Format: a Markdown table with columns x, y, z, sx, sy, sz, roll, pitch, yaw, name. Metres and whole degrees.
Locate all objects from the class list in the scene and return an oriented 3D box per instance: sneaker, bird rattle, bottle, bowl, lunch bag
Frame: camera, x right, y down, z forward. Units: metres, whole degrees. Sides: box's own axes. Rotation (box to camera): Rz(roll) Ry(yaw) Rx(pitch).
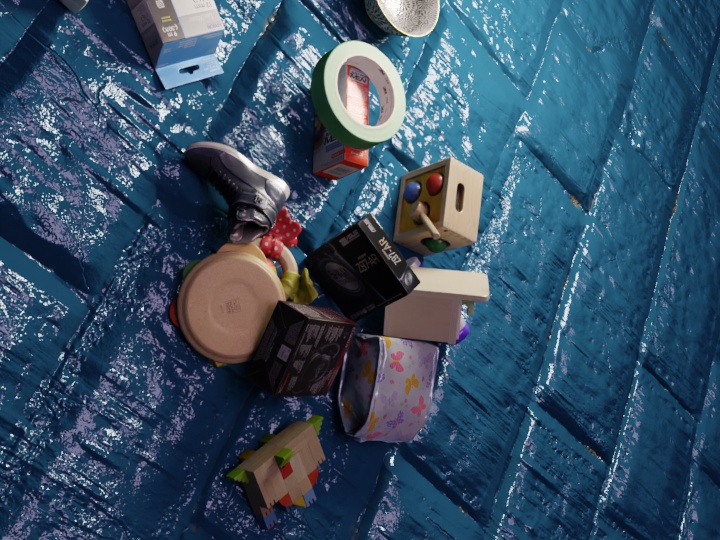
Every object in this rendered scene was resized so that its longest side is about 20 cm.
| x | y | z | sx | sy | sz | roll | pitch | yaw | name |
| --- | --- | --- | --- | --- | --- | --- | --- | --- | --- |
| -0.233 | -0.134 | 1.587 | 0.201 | 0.077 | 0.147 | 26 | 48 | -9 | sneaker |
| -0.163 | -0.009 | 1.652 | 0.162 | 0.112 | 0.202 | -23 | 92 | -25 | bird rattle |
| 0.152 | 0.064 | 1.909 | 0.065 | 0.083 | 0.201 | -38 | 106 | -11 | bottle |
| 0.070 | -0.592 | 1.979 | 0.199 | 0.094 | 0.203 | 10 | 74 | -39 | bowl |
| 0.046 | 0.229 | 1.752 | 0.168 | 0.126 | 0.203 | 10 | 85 | -40 | lunch bag |

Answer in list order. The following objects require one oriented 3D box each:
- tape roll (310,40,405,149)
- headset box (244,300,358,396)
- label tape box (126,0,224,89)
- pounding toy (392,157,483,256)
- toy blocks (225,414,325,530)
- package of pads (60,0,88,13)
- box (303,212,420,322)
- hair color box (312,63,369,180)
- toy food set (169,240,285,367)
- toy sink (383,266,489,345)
| x | y | z | sx | sy | sz | roll | pitch | yaw | name |
| --- | --- | --- | --- | --- | --- | --- | --- | --- | --- |
| -0.002 | -0.338 | 1.746 | 0.199 | 0.048 | 0.203 | 9 | 75 | -36 | tape roll |
| -0.096 | 0.141 | 1.611 | 0.199 | 0.077 | 0.150 | 11 | 105 | -62 | headset box |
| -0.324 | -0.444 | 1.629 | 0.143 | 0.066 | 0.202 | -27 | 97 | -41 | label tape box |
| 0.154 | -0.120 | 1.885 | 0.141 | 0.183 | 0.202 | 23 | 66 | -34 | pounding toy |
| -0.129 | 0.368 | 1.607 | 0.199 | 0.099 | 0.138 | -34 | 114 | -39 | toy blocks |
| -0.507 | -0.552 | 1.494 | 0.199 | 0.068 | 0.156 | 38 | 59 | -29 | package of pads |
| 0.000 | 0.000 | 1.702 | 0.043 | 0.199 | 0.161 | -41 | 97 | -39 | box |
| -0.039 | -0.295 | 1.808 | 0.063 | 0.110 | 0.202 | 13 | 71 | -36 | hair color box |
| -0.227 | 0.062 | 1.574 | 0.197 | 0.049 | 0.201 | -31 | 98 | -18 | toy food set |
| 0.150 | 0.071 | 1.798 | 0.131 | 0.197 | 0.113 | -76 | 170 | -69 | toy sink |
